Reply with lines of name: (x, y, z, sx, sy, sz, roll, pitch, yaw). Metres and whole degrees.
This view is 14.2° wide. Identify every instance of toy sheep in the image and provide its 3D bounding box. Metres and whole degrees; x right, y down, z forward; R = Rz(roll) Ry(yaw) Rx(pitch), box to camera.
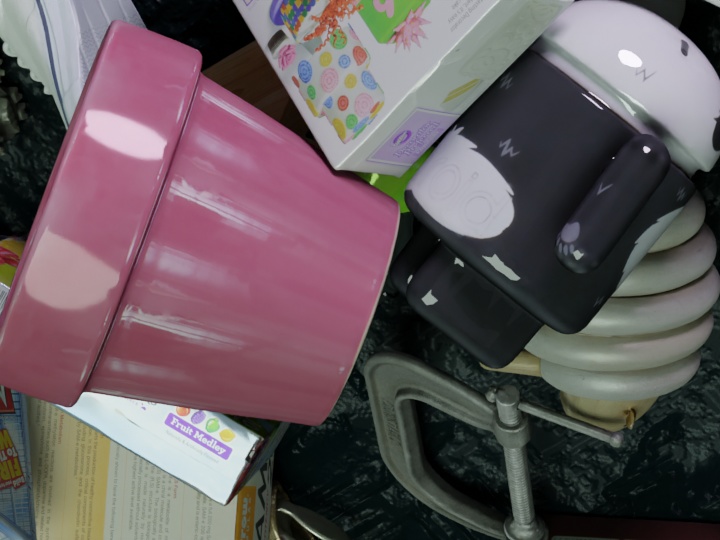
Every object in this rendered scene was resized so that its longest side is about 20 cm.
toy sheep: (0.138, 0.000, 1.625, 0.137, 0.138, 0.201, 5, 116, 14)

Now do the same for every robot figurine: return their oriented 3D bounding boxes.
robot figurine: (0.105, -0.047, 1.513, 0.150, 0.125, 0.200, 41, 94, 33)

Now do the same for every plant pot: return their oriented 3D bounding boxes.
plant pot: (-0.083, -0.007, 1.515, 0.178, 0.200, 0.200, 21, 126, -7)

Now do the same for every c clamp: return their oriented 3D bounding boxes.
c clamp: (0.073, 0.115, 1.722, 0.170, 0.027, 0.200, 27, 154, 17)

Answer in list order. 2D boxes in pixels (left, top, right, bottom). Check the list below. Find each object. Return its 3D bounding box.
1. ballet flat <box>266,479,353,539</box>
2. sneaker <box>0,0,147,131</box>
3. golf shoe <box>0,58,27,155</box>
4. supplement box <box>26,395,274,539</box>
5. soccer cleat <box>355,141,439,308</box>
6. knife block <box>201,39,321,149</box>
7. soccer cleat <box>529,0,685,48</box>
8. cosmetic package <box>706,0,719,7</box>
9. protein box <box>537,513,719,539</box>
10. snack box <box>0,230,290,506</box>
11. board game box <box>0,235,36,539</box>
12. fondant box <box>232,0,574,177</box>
ballet flat: (-0.013, 0.210, 1.846, 0.065, 0.071, 0.200, -39, 109, 21)
sneaker: (-0.167, -0.132, 1.644, 0.071, 0.073, 0.201, -19, 86, 43)
golf shoe: (-0.275, -0.144, 1.687, 0.097, 0.078, 0.201, -3, 121, 25)
supplement box: (-0.158, 0.131, 1.798, 0.199, 0.074, 0.127, 4, 87, 15)
soccer cleat: (0.000, 0.000, 1.706, 0.081, 0.068, 0.200, 18, 126, -11)
knife block: (-0.094, -0.074, 1.675, 0.175, 0.064, 0.201, 29, 98, 42)
soccer cleat: (0.078, -0.154, 1.578, 0.199, 0.069, 0.078, 14, 128, 4)
cosmetic package: (0.202, -0.194, 1.489, 0.199, 0.108, 0.085, 25, 127, 2)
protein box: (0.197, 0.272, 1.780, 0.199, 0.135, 0.199, 2, 122, 16)
snack box: (-0.139, 0.053, 1.671, 0.199, 0.142, 0.053, 31, 102, 4)
board game box: (-0.265, 0.080, 1.702, 0.061, 0.200, 0.201, -20, 79, 28)
fondant box: (0.003, -0.171, 1.514, 0.144, 0.058, 0.200, -45, 60, 27)
